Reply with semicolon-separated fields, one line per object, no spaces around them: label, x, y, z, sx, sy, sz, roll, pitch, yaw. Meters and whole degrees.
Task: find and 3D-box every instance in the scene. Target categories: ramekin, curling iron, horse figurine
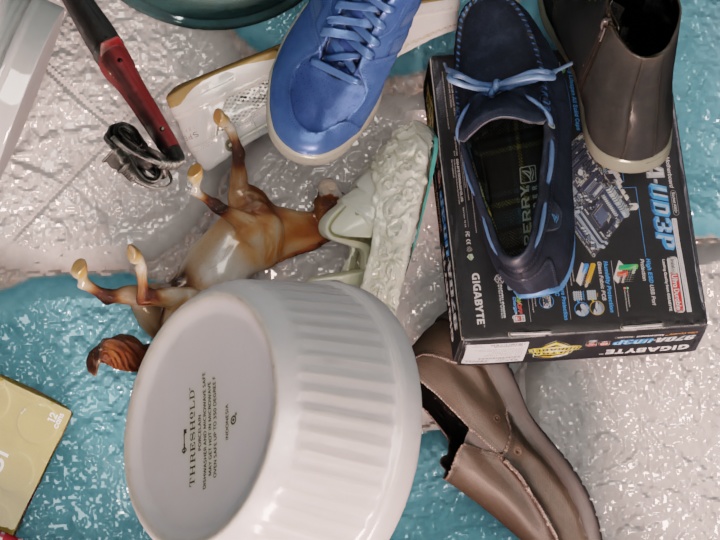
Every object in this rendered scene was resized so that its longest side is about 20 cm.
ramekin;-0.060;0.097;1.511;0.094;0.202;0.204;15;84;-38
curling iron;-0.160;-0.131;1.568;0.049;0.026;0.201;3;49;-39
horse figurine;-0.100;-0.006;1.582;0.200;0.133;0.050;-49;48;-8

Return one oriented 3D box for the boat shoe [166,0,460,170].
boat shoe;-0.022;-0.120;1.611;0.199;0.071;0.070;-22;96;-4

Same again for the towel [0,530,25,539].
towel;-0.283;0.207;1.512;0.199;0.022;0.145;21;91;-1

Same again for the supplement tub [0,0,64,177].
supplement tub;-0.295;-0.142;1.538;0.199;0.145;0.145;22;84;-4

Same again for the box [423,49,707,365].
box;0.128;-0.044;1.602;0.158;0.046;0.201;-4;68;-7

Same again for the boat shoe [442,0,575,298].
boat shoe;0.098;-0.086;1.544;0.084;0.069;0.201;-20;67;13

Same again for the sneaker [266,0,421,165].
sneaker;0.001;-0.166;1.518;0.076;0.111;0.201;28;74;6

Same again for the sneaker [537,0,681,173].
sneaker;0.163;-0.169;1.573;0.074;0.107;0.201;-6;51;-9

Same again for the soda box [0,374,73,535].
soda box;-0.251;0.163;1.566;0.067;0.064;0.201;26;84;-3

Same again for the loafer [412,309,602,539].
loafer;0.083;0.125;1.602;0.071;0.073;0.201;-27;80;-20

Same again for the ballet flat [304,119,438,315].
ballet flat;0.000;0.000;1.588;0.071;0.072;0.201;11;93;-6

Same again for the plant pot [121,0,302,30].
plant pot;-0.088;-0.262;1.545;0.199;0.196;0.201;0;87;-6
